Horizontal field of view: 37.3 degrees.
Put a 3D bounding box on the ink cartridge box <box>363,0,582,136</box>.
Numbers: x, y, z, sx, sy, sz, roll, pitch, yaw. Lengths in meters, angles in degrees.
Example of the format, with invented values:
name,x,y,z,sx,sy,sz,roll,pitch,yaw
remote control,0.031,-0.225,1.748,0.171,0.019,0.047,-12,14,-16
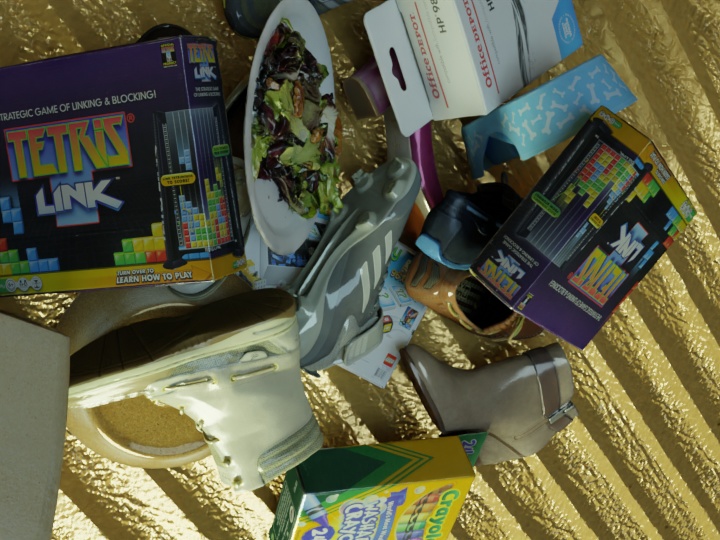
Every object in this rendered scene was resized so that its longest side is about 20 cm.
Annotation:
name,x,y,z,sx,sy,sz,roll,pitch,yaw
ink cartridge box,0.103,-0.208,0.923,0.199,0.066,0.117,-38,117,-36

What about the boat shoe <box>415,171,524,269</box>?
name,x,y,z,sx,sy,sz,roll,pitch,yaw
boat shoe,0.126,-0.043,0.957,0.199,0.084,0.069,-17,134,-61

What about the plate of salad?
name,x,y,z,sx,sy,sz,roll,pitch,yaw
plate of salad,-0.044,-0.112,0.840,0.047,0.200,0.203,6,102,16

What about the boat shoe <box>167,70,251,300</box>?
name,x,y,z,sx,sy,sz,roll,pitch,yaw
boat shoe,-0.112,-0.077,0.861,0.074,0.068,0.202,19,75,2

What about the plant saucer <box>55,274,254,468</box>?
name,x,y,z,sx,sy,sz,roll,pitch,yaw
plant saucer,-0.162,0.088,0.901,0.197,0.035,0.203,-7,113,-16

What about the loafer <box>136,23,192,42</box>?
name,x,y,z,sx,sy,sz,roll,pitch,yaw
loafer,-0.167,-0.096,0.857,0.072,0.071,0.203,14,96,-26

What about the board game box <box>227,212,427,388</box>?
name,x,y,z,sx,sy,sz,roll,pitch,yaw
board game box,-0.030,0.009,0.965,0.199,0.035,0.127,30,88,-27

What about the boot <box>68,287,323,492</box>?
name,x,y,z,sx,sy,sz,roll,pitch,yaw
boot,-0.134,0.112,0.862,0.197,0.072,0.157,-17,119,-10

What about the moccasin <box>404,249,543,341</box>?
name,x,y,z,sx,sy,sz,roll,pitch,yaw
moccasin,0.126,0.027,0.998,0.201,0.077,0.074,30,87,-50

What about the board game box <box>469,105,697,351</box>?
name,x,y,z,sx,sy,sz,roll,pitch,yaw
board game box,0.194,-0.026,0.897,0.166,0.057,0.199,-53,150,7

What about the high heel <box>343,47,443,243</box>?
name,x,y,z,sx,sy,sz,roll,pitch,yaw
high heel,0.056,-0.114,0.971,0.096,0.067,0.202,-41,115,-28

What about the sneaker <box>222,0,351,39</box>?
name,x,y,z,sx,sy,sz,roll,pitch,yaw
sneaker,-0.024,-0.251,0.883,0.199,0.081,0.075,-31,112,-15

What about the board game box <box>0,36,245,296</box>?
name,x,y,z,sx,sy,sz,roll,pitch,yaw
board game box,-0.190,-0.072,0.777,0.197,0.057,0.168,-5,99,22

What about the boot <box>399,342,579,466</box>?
name,x,y,z,sx,sy,sz,roll,pitch,yaw
boot,0.132,0.111,1.029,0.145,0.071,0.201,-27,133,0

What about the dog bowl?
name,x,y,z,sx,sy,sz,roll,pitch,yaw
dog bowl,0.156,-0.134,0.934,0.111,0.200,0.050,-29,95,-19

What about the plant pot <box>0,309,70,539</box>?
name,x,y,z,sx,sy,sz,roll,pitch,yaw
plant pot,-0.316,0.104,0.776,0.198,0.199,0.179,22,83,-27

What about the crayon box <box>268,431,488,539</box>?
name,x,y,z,sx,sy,sz,roll,pitch,yaw
crayon box,0.023,0.217,0.994,0.197,0.052,0.127,-3,133,-22

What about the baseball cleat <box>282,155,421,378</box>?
name,x,y,z,sx,sy,sz,roll,pitch,yaw
baseball cleat,0.000,0.000,0.929,0.201,0.070,0.106,-51,129,1
